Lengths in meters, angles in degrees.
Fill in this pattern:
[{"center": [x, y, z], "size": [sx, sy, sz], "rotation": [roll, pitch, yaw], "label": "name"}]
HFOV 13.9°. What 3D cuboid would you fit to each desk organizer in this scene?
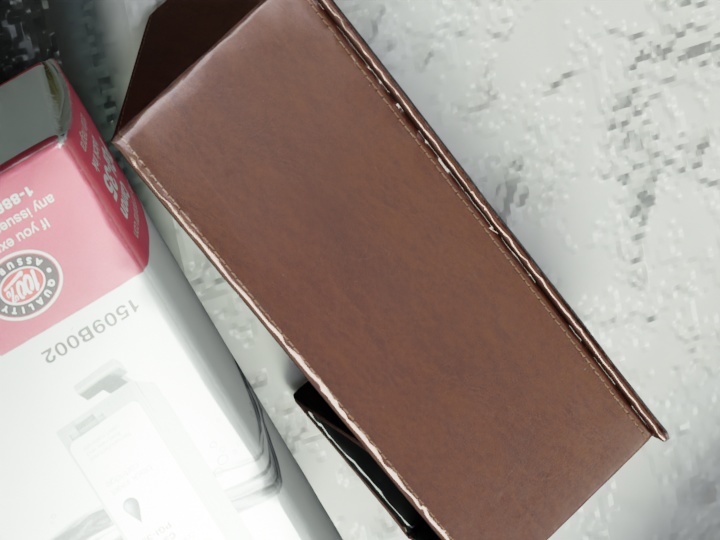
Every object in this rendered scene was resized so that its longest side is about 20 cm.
[{"center": [0.000, 0.000, 0.911], "size": [0.077, 0.072, 0.200], "rotation": [-43, 114, -9], "label": "desk organizer"}]

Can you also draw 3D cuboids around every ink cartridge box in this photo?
[{"center": [-0.099, 0.064, 0.865], "size": [0.146, 0.083, 0.201], "rotation": [-30, 112, 1], "label": "ink cartridge box"}]
